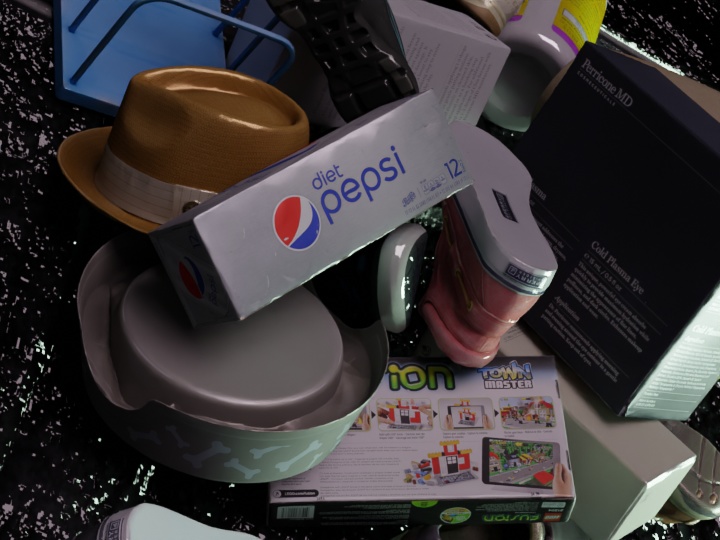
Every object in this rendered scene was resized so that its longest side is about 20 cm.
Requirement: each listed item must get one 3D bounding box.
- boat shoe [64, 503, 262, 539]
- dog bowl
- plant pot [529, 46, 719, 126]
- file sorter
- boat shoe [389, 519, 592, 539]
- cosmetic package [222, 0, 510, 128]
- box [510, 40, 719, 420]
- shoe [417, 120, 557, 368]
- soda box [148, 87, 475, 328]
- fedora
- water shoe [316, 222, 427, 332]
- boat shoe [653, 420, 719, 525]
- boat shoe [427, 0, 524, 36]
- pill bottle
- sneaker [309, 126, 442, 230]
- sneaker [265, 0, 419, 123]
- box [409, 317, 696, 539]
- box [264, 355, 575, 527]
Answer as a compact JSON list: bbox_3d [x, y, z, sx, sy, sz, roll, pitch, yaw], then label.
[{"bbox_3d":[-0.100,0.190,1.031,0.200,0.067,0.072,33,44,-52],"label":"boat shoe"},{"bbox_3d":[-0.084,0.051,1.106,0.198,0.059,0.201,13,35,-9],"label":"dog bowl"},{"bbox_3d":[0.236,-0.081,1.407,0.186,0.188,0.200,-16,53,-47],"label":"plant pot"},{"bbox_3d":[-0.131,-0.215,1.266,0.138,0.123,0.202,17,50,-33],"label":"file sorter"},{"bbox_3d":[0.102,0.187,1.216,0.199,0.065,0.072,-1,62,-42],"label":"boat shoe"},{"bbox_3d":[0.006,-0.160,1.351,0.199,0.102,0.071,11,23,-37],"label":"cosmetic package"},{"bbox_3d":[0.197,-0.027,1.262,0.104,0.183,0.200,8,33,-51],"label":"box"},{"bbox_3d":[0.074,-0.021,1.214,0.071,0.091,0.201,22,27,-21],"label":"shoe"},{"bbox_3d":[-0.028,-0.040,1.091,0.199,0.063,0.069,-32,100,-32],"label":"soda box"},{"bbox_3d":[-0.098,-0.082,1.165,0.198,0.083,0.201,11,24,-5],"label":"fedora"},{"bbox_3d":[0.000,0.000,1.201,0.078,0.200,0.072,13,88,0],"label":"water shoe"},{"bbox_3d":[0.192,0.121,1.344,0.200,0.072,0.076,48,48,-2],"label":"boat shoe"},{"bbox_3d":[0.059,-0.267,1.471,0.200,0.065,0.072,40,-7,29],"label":"boat shoe"},{"bbox_3d":[0.157,-0.217,1.541,0.104,0.104,0.201,38,42,-13],"label":"pill bottle"},{"bbox_3d":[0.027,-0.054,1.332,0.105,0.060,0.200,-54,136,-14],"label":"sneaker"},{"bbox_3d":[-0.020,-0.185,1.225,0.079,0.075,0.201,-94,163,-61],"label":"sneaker"},{"bbox_3d":[0.135,0.098,1.262,0.200,0.069,0.082,44,33,23],"label":"box"},{"bbox_3d":[0.036,0.111,1.163,0.198,0.035,0.111,0,54,-6],"label":"box"}]
